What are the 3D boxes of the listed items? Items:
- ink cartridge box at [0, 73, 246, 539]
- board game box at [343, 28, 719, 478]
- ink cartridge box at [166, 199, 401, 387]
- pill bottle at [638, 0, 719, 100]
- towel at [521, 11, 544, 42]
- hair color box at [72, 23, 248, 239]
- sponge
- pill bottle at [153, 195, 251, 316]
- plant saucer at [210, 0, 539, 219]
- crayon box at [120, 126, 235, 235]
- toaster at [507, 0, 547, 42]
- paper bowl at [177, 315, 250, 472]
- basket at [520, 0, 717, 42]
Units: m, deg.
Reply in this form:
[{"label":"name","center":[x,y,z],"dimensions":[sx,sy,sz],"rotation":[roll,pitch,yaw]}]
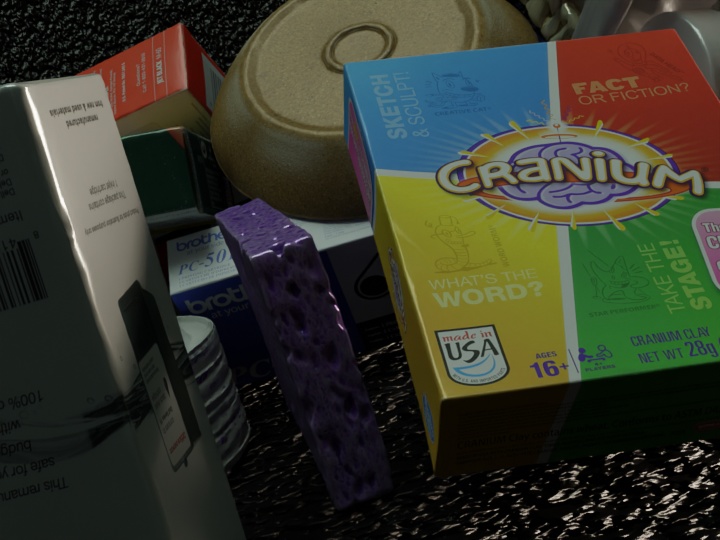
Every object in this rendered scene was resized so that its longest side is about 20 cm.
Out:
[{"label":"ink cartridge box","center":[-0.142,0.044,0.530],"dimensions":[0.145,0.202,0.083],"rotation":[-14,7,13]},{"label":"board game box","center":[0.082,-0.017,0.554],"dimensions":[0.152,0.041,0.201],"rotation":[-7,42,-7]},{"label":"ink cartridge box","center":[0.000,0.000,0.803],"dimensions":[0.198,0.094,0.044],"rotation":[-16,48,5]},{"label":"pill bottle","center":[0.248,-0.101,0.769],"dimensions":[0.198,0.113,0.112],"rotation":[-7,6,-21]},{"label":"towel","center":[0.093,-0.101,1.042],"dimensions":[0.144,0.201,0.024],"rotation":[-24,55,-19]},{"label":"hair color box","center":[-0.170,-0.069,0.934],"dimensions":[0.199,0.111,0.064],"rotation":[-23,51,17]},{"label":"sponge","center":[-0.030,0.029,0.662],"dimensions":[0.030,0.112,0.200],"rotation":[-21,10,-7]},{"label":"pill bottle","center":[-0.088,-0.020,1.007],"dimensions":[0.199,0.120,0.120],"rotation":[-14,10,23]},{"label":"plant saucer","center":[0.003,-0.115,0.813],"dimensions":[0.198,0.036,0.201],"rotation":[-10,48,11]},{"label":"crayon box","center":[-0.181,-0.037,0.831],"dimensions":[0.198,0.051,0.127],"rotation":[-11,0,4]},{"label":"toaster","center":[0.096,-0.260,0.952],"dimensions":[0.118,0.201,0.181],"rotation":[-23,12,-18]},{"label":"paper bowl","center":[-0.163,0.069,0.705],"dimensions":[0.199,0.105,0.201],"rotation":[-17,11,4]},{"label":"basket","center":[0.190,-0.203,0.811],"dimensions":[0.199,0.124,0.136],"rotation":[-18,-30,-26]}]
